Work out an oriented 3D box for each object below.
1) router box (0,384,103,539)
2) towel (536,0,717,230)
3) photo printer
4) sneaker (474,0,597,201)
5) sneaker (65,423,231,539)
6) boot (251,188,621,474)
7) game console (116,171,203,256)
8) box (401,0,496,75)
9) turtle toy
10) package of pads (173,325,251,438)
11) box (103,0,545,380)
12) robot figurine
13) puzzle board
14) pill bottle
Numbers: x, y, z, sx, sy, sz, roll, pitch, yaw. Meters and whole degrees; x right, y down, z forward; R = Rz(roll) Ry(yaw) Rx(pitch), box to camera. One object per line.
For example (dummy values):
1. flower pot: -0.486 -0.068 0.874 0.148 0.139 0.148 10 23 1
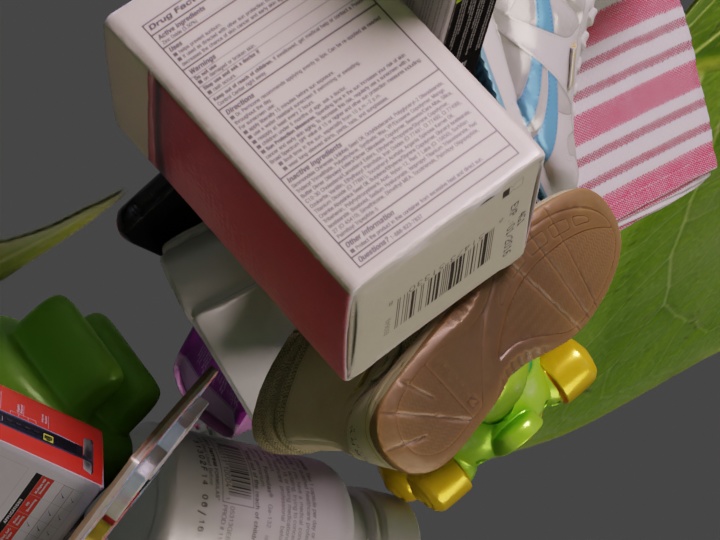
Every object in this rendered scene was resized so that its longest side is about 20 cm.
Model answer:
1. router box: -0.260 0.130 1.374 0.179 0.049 0.200 28 117 -22
2. towel: 0.143 -0.125 1.607 0.146 0.200 0.030 -26 -162 -37
3. photo printer: 0.000 0.000 1.533 0.200 0.070 0.166 -27 146 -2
4. sneaker: 0.093 -0.120 1.441 0.081 0.077 0.200 -31 131 -13
5. sneaker: -0.139 0.164 1.757 0.200 0.087 0.074 -16 148 -50
6. boot: 0.039 0.031 1.444 0.200 0.073 0.155 -49 -158 -23
7. game console: -0.021 -0.062 1.520 0.200 0.031 0.177 -41 149 18
8. box: 0.027 -0.182 1.328 0.035 0.110 0.200 -31 158 -26
9. turtle toy: 0.066 0.072 1.672 0.146 0.101 0.200 -40 -172 -10
10. package of pads: -0.021 0.030 1.717 0.200 0.076 0.121 -17 146 -49
11. box: -0.020 -0.068 1.340 0.128 0.200 0.109 -35 159 -18
12. robot figurine: -0.209 0.107 1.473 0.200 0.116 0.175 -44 153 8
13. puzzle board: -0.140 0.136 1.445 0.151 0.017 0.200 -52 -179 14
14. pill bottle: -0.067 0.171 1.694 0.200 0.114 0.114 15 126 -31
